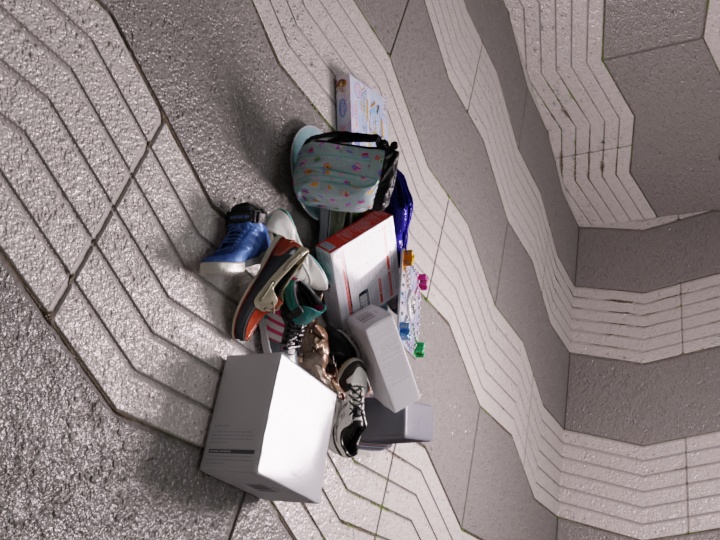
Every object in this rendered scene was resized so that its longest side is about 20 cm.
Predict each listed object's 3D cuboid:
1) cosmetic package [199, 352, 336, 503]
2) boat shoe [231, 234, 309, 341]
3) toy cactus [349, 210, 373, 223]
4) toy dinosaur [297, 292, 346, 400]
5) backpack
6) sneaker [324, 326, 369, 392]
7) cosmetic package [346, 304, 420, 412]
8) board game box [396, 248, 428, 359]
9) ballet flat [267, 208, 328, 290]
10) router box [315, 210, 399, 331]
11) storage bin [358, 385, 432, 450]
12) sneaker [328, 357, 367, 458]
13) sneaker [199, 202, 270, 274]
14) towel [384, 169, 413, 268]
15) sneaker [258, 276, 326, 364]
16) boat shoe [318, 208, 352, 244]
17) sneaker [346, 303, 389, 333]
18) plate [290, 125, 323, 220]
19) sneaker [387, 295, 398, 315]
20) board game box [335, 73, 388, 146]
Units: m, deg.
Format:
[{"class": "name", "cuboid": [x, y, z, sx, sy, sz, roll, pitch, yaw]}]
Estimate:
[{"class": "cosmetic package", "cuboid": [-0.150, 0.271, 1.308, 0.199, 0.122, 0.202, 47, 46, -49]}, {"class": "boat shoe", "cuboid": [-0.159, 0.037, 1.332, 0.201, 0.062, 0.071, -63, 171, -5]}, {"class": "toy cactus", "cuboid": [-0.010, -0.118, 1.706, 0.200, 0.101, 0.167, -86, -171, -78]}, {"class": "toy dinosaur", "cuboid": [-0.086, 0.153, 1.504, 0.135, 0.085, 0.202, 32, 53, -56]}, {"class": "backpack", "cuboid": [-0.032, -0.187, 1.503, 0.167, 0.198, 0.128, 105, -8, -60]}, {"class": "sneaker", "cuboid": [-0.041, 0.212, 1.591, 0.088, 0.075, 0.201, -55, 132, -45]}, {"class": "cosmetic package", "cuboid": [0.048, 0.182, 1.590, 0.074, 0.102, 0.201, -27, 111, -17]}, {"class": "board game box", "cuboid": [0.117, 0.077, 1.690, 0.200, 0.026, 0.202, 50, 41, -66]}, {"class": "ballet flat", "cuboid": [-0.132, -0.025, 1.484, 0.201, 0.069, 0.070, 61, 35, -29]}, {"class": "router box", "cuboid": [0.000, 0.000, 1.609, 0.179, 0.049, 0.201, -32, 131, -32]}, {"class": "storage bin", "cuboid": [0.075, 0.329, 1.720, 0.200, 0.133, 0.147, 28, 60, -59]}, {"class": "sneaker", "cuboid": [-0.012, 0.280, 1.544, 0.075, 0.087, 0.202, 6, 97, -30]}, {"class": "sneaker", "cuboid": [-0.213, -0.058, 1.301, 0.200, 0.076, 0.112, -22, 110, -66]}, {"class": "towel", "cuboid": [0.078, -0.108, 1.688, 0.201, 0.049, 0.148, 98, -13, -45]}, {"class": "sneaker", "cuboid": [-0.116, 0.100, 1.392, 0.083, 0.120, 0.202, -13, 89, -62]}, {"class": "boat shoe", "cuboid": [-0.048, -0.063, 1.610, 0.072, 0.062, 0.202, -36, 129, -57]}, {"class": "sneaker", "cuboid": [0.012, 0.094, 1.723, 0.200, 0.073, 0.083, -10, 92, -74]}, {"class": "plate", "cuboid": [-0.100, -0.203, 1.612, 0.200, 0.025, 0.202, 20, 67, -59]}, {"class": "sneaker", "cuboid": [0.050, 0.018, 1.766, 0.088, 0.075, 0.201, 8, 47, -34]}, {"class": "board game box", "cuboid": [0.007, -0.340, 1.829, 0.199, 0.041, 0.202, 13, 74, -62]}]
